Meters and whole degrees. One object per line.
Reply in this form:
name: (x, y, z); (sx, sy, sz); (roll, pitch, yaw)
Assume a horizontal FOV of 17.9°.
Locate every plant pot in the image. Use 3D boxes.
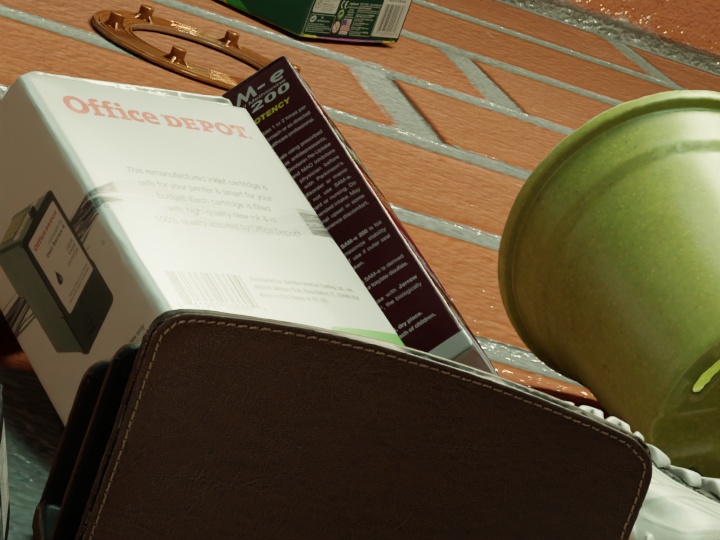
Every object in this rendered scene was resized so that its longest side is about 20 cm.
plant pot: (0.197, 0.031, 1.271); (0.199, 0.201, 0.184); (14, 26, -23)

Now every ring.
ring: (-0.134, -0.191, 1.961); (0.199, 0.019, 0.200); (19, 13, -5)

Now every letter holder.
letter holder: (-0.008, 0.081, 0.871); (0.199, 0.143, 0.101); (16, 15, -16)

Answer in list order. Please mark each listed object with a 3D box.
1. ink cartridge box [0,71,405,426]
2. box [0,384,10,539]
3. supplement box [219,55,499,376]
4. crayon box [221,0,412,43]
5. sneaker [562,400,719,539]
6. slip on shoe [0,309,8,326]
ink cartridge box: (-0.077, 0.013, 1.023); (0.146, 0.084, 0.200); (6, 41, -46)
box: (-0.185, 0.094, 0.668); (0.157, 0.050, 0.200); (-2, 17, -5)
supplement box: (0.000, 0.000, 1.134); (0.200, 0.061, 0.109); (57, 2, 31)
crayon box: (-0.070, -0.292, 2.341); (0.172, 0.059, 0.200); (27, 16, 25)
sneaker: (0.125, 0.120, 1.074); (0.199, 0.075, 0.081); (19, 23, -6)
slip on shoe: (-0.172, -0.004, 1.093); (0.060, 0.077, 0.200); (2, 2, 16)
